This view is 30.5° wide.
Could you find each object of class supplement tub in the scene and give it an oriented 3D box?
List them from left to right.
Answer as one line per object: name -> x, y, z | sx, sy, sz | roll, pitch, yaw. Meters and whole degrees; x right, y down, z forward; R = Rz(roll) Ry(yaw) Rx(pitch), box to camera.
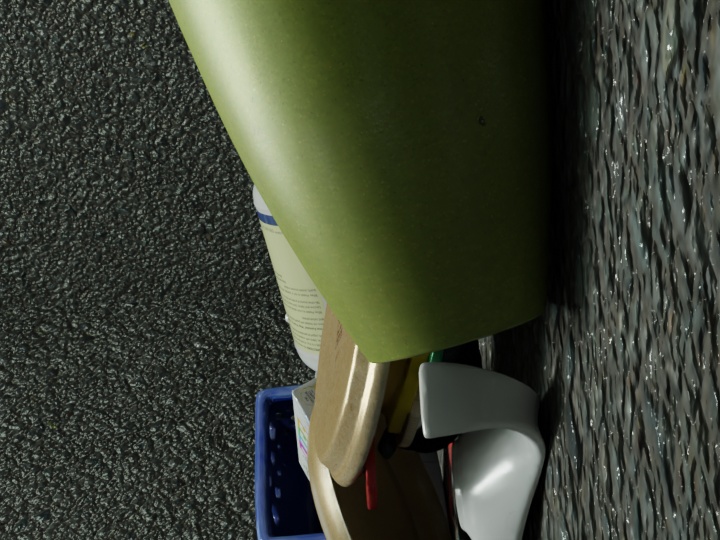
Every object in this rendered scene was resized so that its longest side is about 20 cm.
supplement tub -> 0.000, 0.000, 1.117 | 0.145, 0.143, 0.202 | -99, -6, -72

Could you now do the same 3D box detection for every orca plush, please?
orca plush -> 0.069, 0.073, 0.853 | 0.201, 0.070, 0.106 | 112, -175, -47

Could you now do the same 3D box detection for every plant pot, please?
plant pot -> -0.019, 0.257, 1.598 | 0.180, 0.197, 0.202 | 80, -175, -62
plant pot -> 0.014, 0.169, 0.921 | 0.201, 0.027, 0.201 | 55, -161, -29
plant pot -> 0.022, -0.064, 0.652 | 0.187, 0.185, 0.203 | -164, 57, -88

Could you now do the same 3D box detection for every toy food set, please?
toy food set -> 0.009, 0.038, 0.803 | 0.201, 0.048, 0.200 | 108, 169, -45

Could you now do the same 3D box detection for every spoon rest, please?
spoon rest -> 0.077, 0.106, 0.747 | 0.200, 0.060, 0.101 | 63, -158, -62

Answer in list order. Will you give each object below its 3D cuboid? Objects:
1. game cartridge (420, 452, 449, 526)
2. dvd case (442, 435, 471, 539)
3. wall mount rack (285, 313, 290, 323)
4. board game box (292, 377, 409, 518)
game cartridge -> 0.054, 0.244, 1.093 | 0.201, 0.041, 0.135 | -94, 7, -58
dvd case -> 0.082, 0.215, 1.014 | 0.201, 0.022, 0.148 | -94, 2, -63
wall mount rack -> 0.009, 0.020, 1.256 | 0.174, 0.074, 0.203 | 42, -130, -54
board game box -> -0.009, 0.182, 1.114 | 0.135, 0.034, 0.201 | 59, 167, 21
